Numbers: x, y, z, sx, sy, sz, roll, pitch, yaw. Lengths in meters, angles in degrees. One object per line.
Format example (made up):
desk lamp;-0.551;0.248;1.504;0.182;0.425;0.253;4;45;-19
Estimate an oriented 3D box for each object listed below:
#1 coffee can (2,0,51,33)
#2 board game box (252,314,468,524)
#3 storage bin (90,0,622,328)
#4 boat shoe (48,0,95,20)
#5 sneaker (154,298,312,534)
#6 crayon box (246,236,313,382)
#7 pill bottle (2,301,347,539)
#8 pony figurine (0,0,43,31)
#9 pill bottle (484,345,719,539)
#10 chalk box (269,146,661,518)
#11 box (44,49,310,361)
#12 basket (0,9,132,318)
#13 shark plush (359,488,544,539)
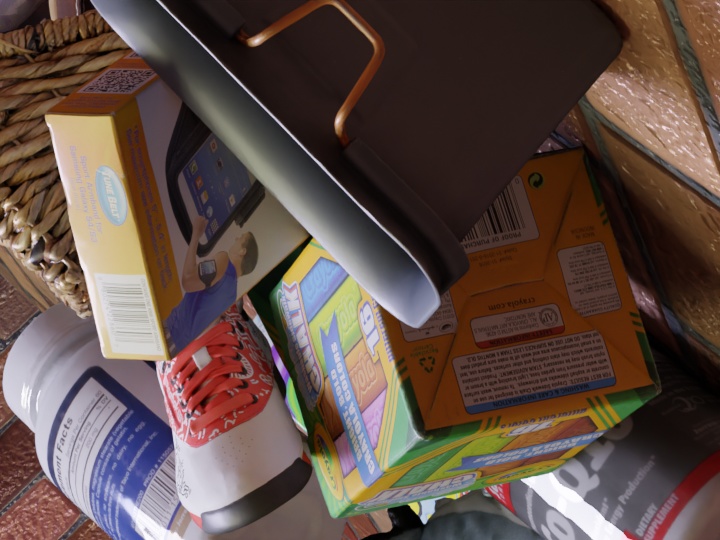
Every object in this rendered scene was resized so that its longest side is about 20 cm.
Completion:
coffee can;-0.160;-0.078;1.685;0.200;0.146;0.146;49;170;-13
board game box;0.040;0.074;1.693;0.200;0.103;0.105;42;-159;22
storage bin;0.004;-0.099;1.168;0.200;0.134;0.146;45;170;2
boat shoe;-0.122;-0.102;1.566;0.070;0.070;0.200;-155;54;-63
sneaker;-0.079;0.050;1.415;0.108;0.067;0.201;62;-176;-17
crayon box;0.000;0.000;1.517;0.052;0.126;0.200;3;138;29
pill bottle;-0.108;0.098;1.580;0.200;0.111;0.111;37;167;38
pony figurine;-0.137;-0.183;1.405;0.193;0.167;0.200;28;169;-1
pill bottle;0.127;0.093;1.481;0.200;0.114;0.114;37;167;38
chalk box;0.039;0.040;1.378;0.200;0.125;0.124;128;128;-66
box;-0.063;-0.056;1.307;0.041;0.200;0.119;3;118;31
basket;-0.146;-0.079;1.433;0.149;0.143;0.200;43;175;2
shark plush;0.084;0.151;1.559;0.200;0.083;0.091;4;151;-8
